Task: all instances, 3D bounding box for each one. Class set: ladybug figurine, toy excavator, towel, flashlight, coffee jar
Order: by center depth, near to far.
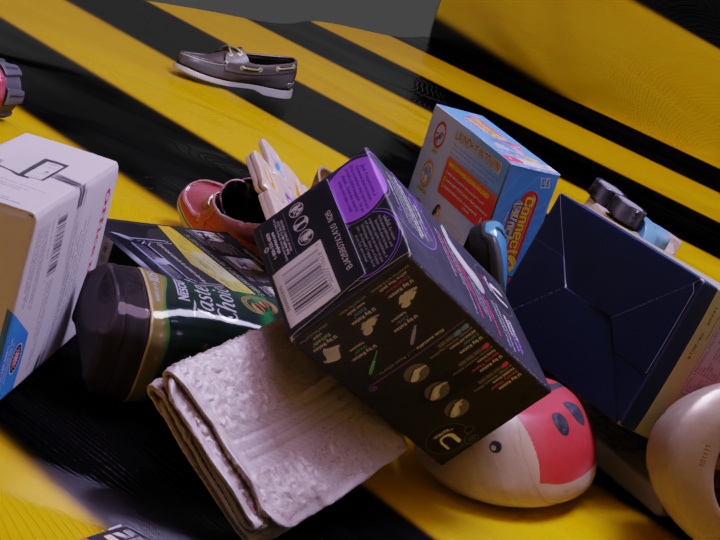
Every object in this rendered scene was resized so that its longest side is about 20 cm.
[{"bbox_3d":[-0.050,0.100,1.115,0.133,0.034,0.200,56,32,5],"label":"towel"},{"bbox_3d":[-0.115,0.058,1.224,0.199,0.086,0.104,12,26,-23],"label":"coffee jar"},{"bbox_3d":[0.298,0.158,1.279,0.199,0.137,0.072,25,-10,-30],"label":"ladybug figurine"},{"bbox_3d":[0.122,0.128,1.293,0.135,0.072,0.200,26,17,24],"label":"ladybug figurine"},{"bbox_3d":[-0.449,-0.197,1.740,0.068,0.068,0.200,30,17,26],"label":"flashlight"},{"bbox_3d":[0.356,-0.035,2.116,0.199,0.100,0.195,27,14,-23],"label":"toy excavator"}]

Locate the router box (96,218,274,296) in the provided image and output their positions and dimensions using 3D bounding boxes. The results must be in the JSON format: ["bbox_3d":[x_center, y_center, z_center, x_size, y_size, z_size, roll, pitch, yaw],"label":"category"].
[{"bbox_3d":[-0.135,0.020,1.395,0.156,0.053,0.200,6,20,-39],"label":"router box"}]

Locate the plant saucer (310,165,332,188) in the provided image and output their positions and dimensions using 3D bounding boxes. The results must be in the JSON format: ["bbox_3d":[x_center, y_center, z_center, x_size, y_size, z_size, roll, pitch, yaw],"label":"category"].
[{"bbox_3d":[0.000,0.000,1.487,0.201,0.035,0.200,58,10,-17],"label":"plant saucer"}]

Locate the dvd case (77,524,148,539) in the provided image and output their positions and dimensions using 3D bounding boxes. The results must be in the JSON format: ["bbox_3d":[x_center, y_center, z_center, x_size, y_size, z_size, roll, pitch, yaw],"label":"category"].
[{"bbox_3d":[-0.139,0.195,0.860,0.145,0.022,0.200,27,16,26],"label":"dvd case"}]

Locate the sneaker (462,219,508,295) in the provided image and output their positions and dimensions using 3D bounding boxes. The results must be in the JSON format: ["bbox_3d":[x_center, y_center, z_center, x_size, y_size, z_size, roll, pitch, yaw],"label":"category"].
[{"bbox_3d":[0.070,0.041,1.332,0.081,0.201,0.073,13,39,-3],"label":"sneaker"}]

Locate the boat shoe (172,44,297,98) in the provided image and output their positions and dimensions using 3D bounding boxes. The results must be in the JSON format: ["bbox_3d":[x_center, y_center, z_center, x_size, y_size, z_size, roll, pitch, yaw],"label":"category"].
[{"bbox_3d":[-0.183,-0.303,2.414,0.201,0.061,0.072,8,19,-34],"label":"boat shoe"}]

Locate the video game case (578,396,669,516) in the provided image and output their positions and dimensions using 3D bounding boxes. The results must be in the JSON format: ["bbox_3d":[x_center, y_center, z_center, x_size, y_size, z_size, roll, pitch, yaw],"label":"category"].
[{"bbox_3d":[0.271,0.162,1.444,0.181,0.024,0.200,8,19,-33],"label":"video game case"}]

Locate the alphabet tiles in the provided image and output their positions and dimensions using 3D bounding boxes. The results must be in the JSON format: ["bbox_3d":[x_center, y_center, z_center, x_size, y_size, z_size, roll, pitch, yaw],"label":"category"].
[{"bbox_3d":[-0.044,-0.023,1.480,0.200,0.015,0.196,49,14,-49],"label":"alphabet tiles"}]

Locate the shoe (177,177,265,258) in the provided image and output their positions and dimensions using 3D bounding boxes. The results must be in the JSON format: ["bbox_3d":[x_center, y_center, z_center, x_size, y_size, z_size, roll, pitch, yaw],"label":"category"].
[{"bbox_3d":[-0.121,-0.059,1.572,0.071,0.091,0.200,-34,44,-18],"label":"shoe"}]

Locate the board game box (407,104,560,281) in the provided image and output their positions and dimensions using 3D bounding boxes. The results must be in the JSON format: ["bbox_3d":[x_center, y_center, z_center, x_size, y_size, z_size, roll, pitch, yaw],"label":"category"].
[{"bbox_3d":[0.101,-0.040,1.606,0.056,0.197,0.200,12,17,-23],"label":"board game box"}]

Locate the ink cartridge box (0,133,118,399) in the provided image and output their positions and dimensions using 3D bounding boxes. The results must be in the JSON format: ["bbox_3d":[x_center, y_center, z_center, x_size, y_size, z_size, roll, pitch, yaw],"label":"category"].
[{"bbox_3d":[-0.253,-0.005,1.171,0.084,0.147,0.200,17,15,3],"label":"ink cartridge box"}]

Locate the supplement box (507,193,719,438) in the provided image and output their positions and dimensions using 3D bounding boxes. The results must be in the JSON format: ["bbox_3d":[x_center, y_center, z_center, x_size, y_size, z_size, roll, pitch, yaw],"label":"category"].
[{"bbox_3d":[0.257,0.060,1.401,0.199,0.135,0.200,25,9,-37],"label":"supplement box"}]

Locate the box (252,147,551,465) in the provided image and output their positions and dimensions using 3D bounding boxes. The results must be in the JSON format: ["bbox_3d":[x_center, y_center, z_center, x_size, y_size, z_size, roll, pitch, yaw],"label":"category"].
[{"bbox_3d":[0.031,0.029,1.171,0.200,0.106,0.123,42,18,-41],"label":"box"}]
